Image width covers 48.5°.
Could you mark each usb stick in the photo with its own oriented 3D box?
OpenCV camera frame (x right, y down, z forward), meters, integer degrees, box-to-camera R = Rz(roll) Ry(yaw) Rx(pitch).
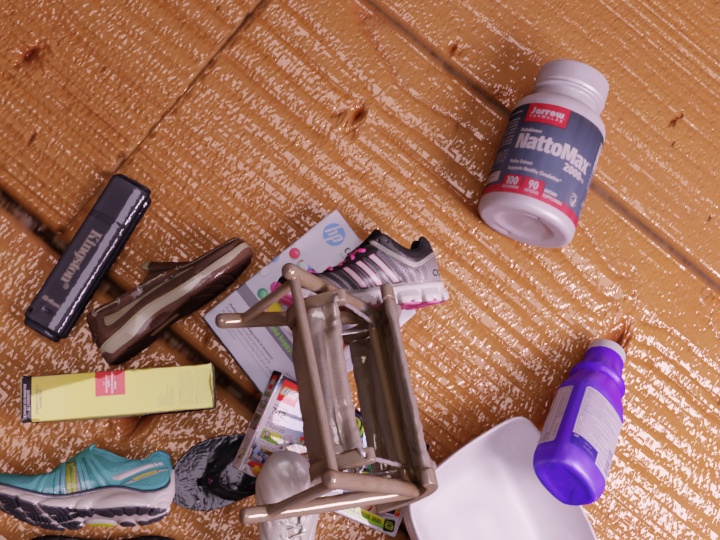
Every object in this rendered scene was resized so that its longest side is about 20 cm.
[{"bbox_3d":[-0.307,-0.017,0.905,0.055,0.033,0.202,29,77,-3],"label":"usb stick"}]

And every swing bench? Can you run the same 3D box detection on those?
[{"bbox_3d":[-0.017,0.122,0.770,0.198,0.129,0.202,11,57,-44],"label":"swing bench"}]

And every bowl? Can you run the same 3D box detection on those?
[{"bbox_3d":[0.145,0.287,0.877,0.198,0.075,0.202,-27,85,-30],"label":"bowl"}]

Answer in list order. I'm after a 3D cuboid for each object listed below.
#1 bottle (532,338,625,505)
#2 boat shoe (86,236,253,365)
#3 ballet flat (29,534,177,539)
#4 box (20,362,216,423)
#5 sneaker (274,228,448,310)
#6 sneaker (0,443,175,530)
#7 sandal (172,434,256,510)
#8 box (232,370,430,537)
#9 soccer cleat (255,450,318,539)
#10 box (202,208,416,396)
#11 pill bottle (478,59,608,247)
[{"bbox_3d":[0.255,0.162,0.903,0.084,0.065,0.201,48,47,-17],"label":"bottle"},{"bbox_3d":[-0.217,0.016,0.893,0.201,0.075,0.075,-37,80,-12],"label":"boat shoe"},{"bbox_3d":[-0.263,0.314,0.839,0.196,0.057,0.068,4,80,-8],"label":"ballet flat"},{"bbox_3d":[-0.256,0.133,0.865,0.196,0.075,0.051,-3,80,-8],"label":"box"},{"bbox_3d":[0.000,0.000,0.888,0.196,0.074,0.089,-2,79,-13],"label":"sneaker"},{"bbox_3d":[-0.296,0.229,0.853,0.196,0.078,0.081,1,53,-6],"label":"sneaker"},{"bbox_3d":[-0.115,0.215,0.883,0.196,0.048,0.077,-10,82,-10],"label":"sandal"},{"bbox_3d":[-0.029,0.202,0.877,0.198,0.035,0.112,28,78,-19],"label":"box"},{"bbox_3d":[-0.075,0.276,0.817,0.068,0.078,0.204,2,118,-6],"label":"soccer cleat"},{"bbox_3d":[-0.057,0.053,0.925,0.199,0.041,0.157,-38,88,-14],"label":"box"},{"bbox_3d":[0.226,-0.142,0.962,0.118,0.120,0.203,22,77,-4],"label":"pill bottle"}]
